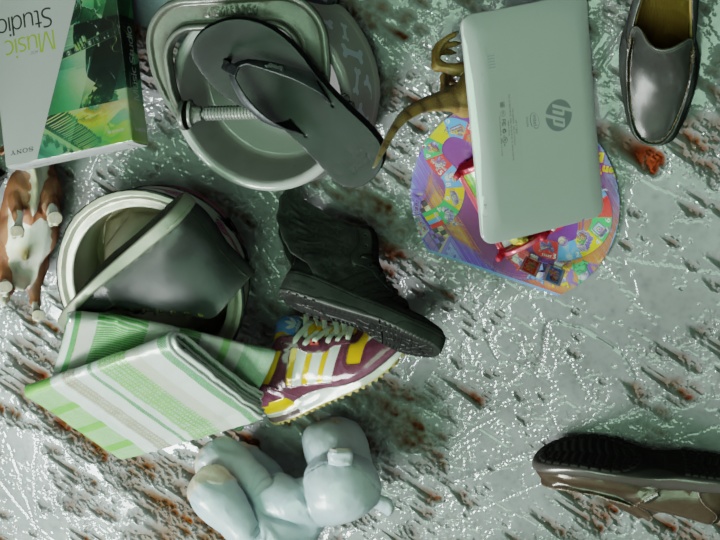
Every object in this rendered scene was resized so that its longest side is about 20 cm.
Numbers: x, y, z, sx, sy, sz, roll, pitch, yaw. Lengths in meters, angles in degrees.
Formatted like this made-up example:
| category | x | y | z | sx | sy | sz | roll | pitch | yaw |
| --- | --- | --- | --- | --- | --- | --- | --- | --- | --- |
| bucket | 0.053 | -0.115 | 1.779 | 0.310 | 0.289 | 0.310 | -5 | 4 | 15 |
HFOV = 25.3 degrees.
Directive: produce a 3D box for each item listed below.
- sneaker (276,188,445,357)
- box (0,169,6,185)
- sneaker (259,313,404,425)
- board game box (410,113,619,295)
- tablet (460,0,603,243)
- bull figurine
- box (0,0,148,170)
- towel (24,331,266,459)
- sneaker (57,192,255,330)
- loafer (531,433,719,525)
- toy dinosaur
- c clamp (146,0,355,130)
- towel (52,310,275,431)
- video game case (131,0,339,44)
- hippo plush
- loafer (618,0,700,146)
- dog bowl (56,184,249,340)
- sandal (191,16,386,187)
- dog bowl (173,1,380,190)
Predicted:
| category | x | y | z | sx | sy | sz | roll | pitch | yaw |
| --- | --- | --- | --- | --- | --- | --- | --- | --- | --- |
| sneaker | 0.000 | 0.001 | 1.516 | 0.198 | 0.105 | 0.060 | 20 | 156 | 10 |
| box | -0.440 | -0.038 | 1.579 | 0.060 | 0.200 | 0.117 | 36 | 117 | 0 |
| sneaker | -0.037 | 0.077 | 1.571 | 0.199 | 0.075 | 0.090 | -31 | 106 | 25 |
| board game box | 0.139 | -0.059 | 1.477 | 0.198 | 0.039 | 0.159 | 19 | 116 | 8 |
| tablet | 0.153 | -0.133 | 1.405 | 0.129 | 0.014 | 0.202 | -14 | 107 | -24 |
| bull figurine | -0.331 | -0.050 | 1.598 | 0.064 | 0.122 | 0.202 | 2 | 123 | -14 |
| box | -0.278 | -0.205 | 1.508 | 0.143 | 0.036 | 0.202 | -9 | 87 | 22 |
| towel | -0.208 | 0.121 | 1.555 | 0.199 | 0.031 | 0.149 | -18 | 136 | 32 |
| sneaker | -0.197 | 0.025 | 1.518 | 0.199 | 0.075 | 0.106 | -37 | 102 | 29 |
| loafer | 0.261 | 0.209 | 1.533 | 0.198 | 0.073 | 0.072 | 7 | 113 | 14 |
| toy dinosaur | 0.088 | -0.153 | 1.404 | 0.198 | 0.107 | 0.061 | -6 | 137 | -24 |
| c clamp | -0.098 | -0.164 | 1.431 | 0.198 | 0.027 | 0.173 | 6 | 114 | 14 |
| towel | -0.195 | 0.098 | 1.556 | 0.198 | 0.024 | 0.153 | 14 | 144 | -10 |
| video game case | -0.119 | -0.263 | 1.487 | 0.198 | 0.019 | 0.144 | 24 | 117 | 5 |
| hippo plush | -0.066 | 0.214 | 1.584 | 0.160 | 0.201 | 0.159 | -37 | 120 | 19 |
| loafer | 0.254 | -0.197 | 1.366 | 0.072 | 0.072 | 0.202 | 5 | 114 | 14 |
| dog bowl | -0.198 | 0.004 | 1.592 | 0.198 | 0.074 | 0.202 | 6 | 113 | 15 |
| sandal | -0.061 | -0.150 | 1.392 | 0.199 | 0.043 | 0.076 | 37 | 112 | 1 |
| dog bowl | -0.084 | -0.165 | 1.474 | 0.198 | 0.059 | 0.202 | 6 | 114 | 14 |
